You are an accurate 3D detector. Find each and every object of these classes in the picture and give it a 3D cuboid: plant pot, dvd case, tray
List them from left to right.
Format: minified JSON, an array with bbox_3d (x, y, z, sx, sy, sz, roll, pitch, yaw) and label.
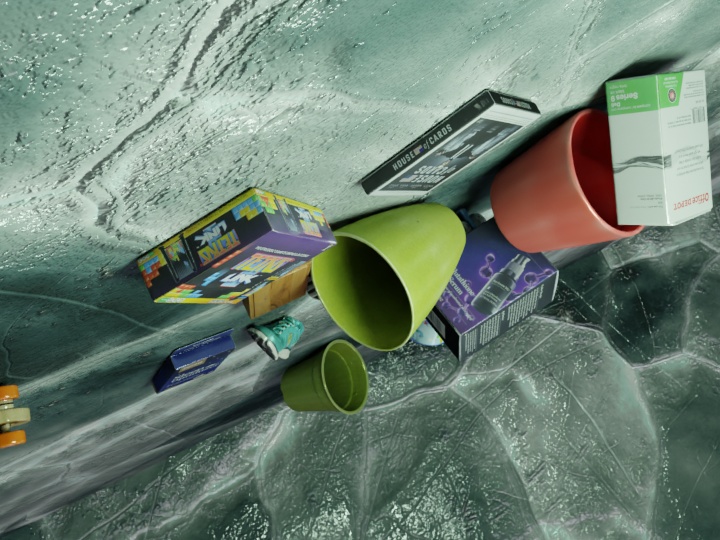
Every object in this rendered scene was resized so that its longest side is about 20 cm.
[{"bbox_3d":[-0.127,0.020,1.274,0.098,0.037,0.200,-24,170,-12],"label":"tray"},{"bbox_3d":[-0.111,0.305,2.315,0.189,0.202,0.199,-18,176,34],"label":"plant pot"},{"bbox_3d":[0.060,-0.016,1.247,0.200,0.188,0.187,-38,178,-38],"label":"plant pot"},{"bbox_3d":[0.114,-0.153,1.066,0.199,0.025,0.150,-34,166,30],"label":"dvd case"},{"bbox_3d":[0.306,-0.120,1.287,0.200,0.202,0.177,-16,175,-44],"label":"plant pot"}]

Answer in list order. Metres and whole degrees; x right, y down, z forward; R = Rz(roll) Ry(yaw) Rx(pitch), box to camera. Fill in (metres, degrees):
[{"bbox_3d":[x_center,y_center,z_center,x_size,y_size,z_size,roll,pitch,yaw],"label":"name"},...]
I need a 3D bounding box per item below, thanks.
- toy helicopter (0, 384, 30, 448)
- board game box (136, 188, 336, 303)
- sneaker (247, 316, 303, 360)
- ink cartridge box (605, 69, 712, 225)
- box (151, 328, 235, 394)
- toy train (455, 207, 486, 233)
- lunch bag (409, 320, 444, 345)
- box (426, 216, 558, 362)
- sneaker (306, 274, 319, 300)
[{"bbox_3d":[-0.551,0.215,1.153,0.198,0.080,0.132,-10,172,-23],"label":"toy helicopter"},{"bbox_3d":[-0.138,-0.021,1.006,0.164,0.057,0.200,-29,169,16],"label":"board game box"},{"bbox_3d":[-0.157,0.118,1.621,0.080,0.077,0.200,-46,173,3],"label":"sneaker"},{"bbox_3d":[0.419,-0.171,1.193,0.145,0.202,0.084,-15,-168,-43],"label":"ink cartridge box"},{"bbox_3d":[-0.304,0.168,1.564,0.120,0.033,0.200,-20,166,-31],"label":"box"},{"bbox_3d":[0.151,-0.041,1.531,0.114,0.087,0.200,-29,171,-38],"label":"toy train"},{"bbox_3d":[0.111,0.058,1.619,0.160,0.199,0.083,-17,124,-43],"label":"lunch bag"},{"bbox_3d":[0.198,0.025,1.389,0.199,0.148,0.105,-33,152,-12],"label":"box"},{"bbox_3d":[0.000,0.000,1.419,0.198,0.076,0.116,-16,173,-8],"label":"sneaker"}]
